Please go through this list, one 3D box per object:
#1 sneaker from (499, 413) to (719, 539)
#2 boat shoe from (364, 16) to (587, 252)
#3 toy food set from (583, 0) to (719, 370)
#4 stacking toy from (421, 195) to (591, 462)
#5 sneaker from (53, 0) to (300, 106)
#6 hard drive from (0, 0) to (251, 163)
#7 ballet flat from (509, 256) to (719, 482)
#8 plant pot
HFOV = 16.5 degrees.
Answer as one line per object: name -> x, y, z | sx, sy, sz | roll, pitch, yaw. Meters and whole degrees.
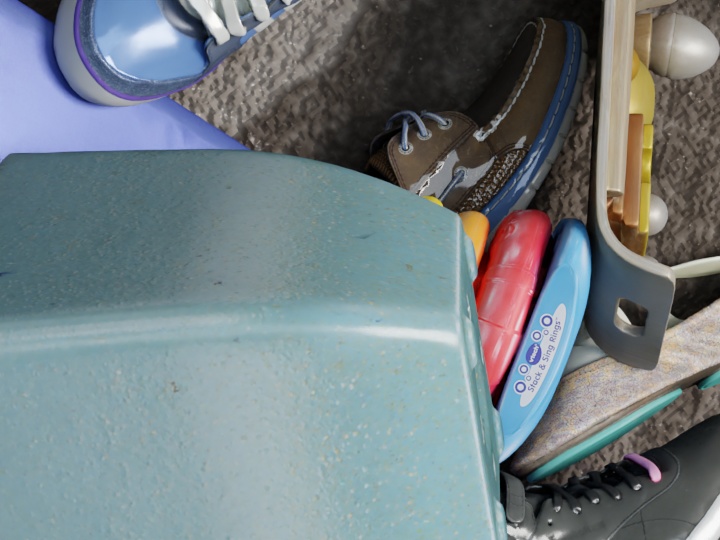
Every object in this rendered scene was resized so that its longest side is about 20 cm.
sneaker -> 0.093, 0.111, 1.150 | 0.200, 0.071, 0.099 | -40, 106, -7
boat shoe -> 0.040, -0.042, 1.197 | 0.072, 0.072, 0.200 | 30, 84, -13
toy food set -> 0.139, -0.068, 1.161 | 0.060, 0.144, 0.201 | 3, 72, 4
stacking toy -> 0.000, 0.000, 1.126 | 0.199, 0.110, 0.116 | 22, 94, 1
sneaker -> -0.034, -0.153, 1.109 | 0.200, 0.146, 0.081 | -41, 106, -31
hard drive -> -0.123, -0.026, 1.137 | 0.200, 0.025, 0.132 | 32, 71, -30
ballet flat -> 0.149, 0.038, 1.242 | 0.200, 0.068, 0.067 | -24, 79, -19
plant pot -> -0.045, 0.062, 1.014 | 0.199, 0.196, 0.196 | -7, 113, 6
